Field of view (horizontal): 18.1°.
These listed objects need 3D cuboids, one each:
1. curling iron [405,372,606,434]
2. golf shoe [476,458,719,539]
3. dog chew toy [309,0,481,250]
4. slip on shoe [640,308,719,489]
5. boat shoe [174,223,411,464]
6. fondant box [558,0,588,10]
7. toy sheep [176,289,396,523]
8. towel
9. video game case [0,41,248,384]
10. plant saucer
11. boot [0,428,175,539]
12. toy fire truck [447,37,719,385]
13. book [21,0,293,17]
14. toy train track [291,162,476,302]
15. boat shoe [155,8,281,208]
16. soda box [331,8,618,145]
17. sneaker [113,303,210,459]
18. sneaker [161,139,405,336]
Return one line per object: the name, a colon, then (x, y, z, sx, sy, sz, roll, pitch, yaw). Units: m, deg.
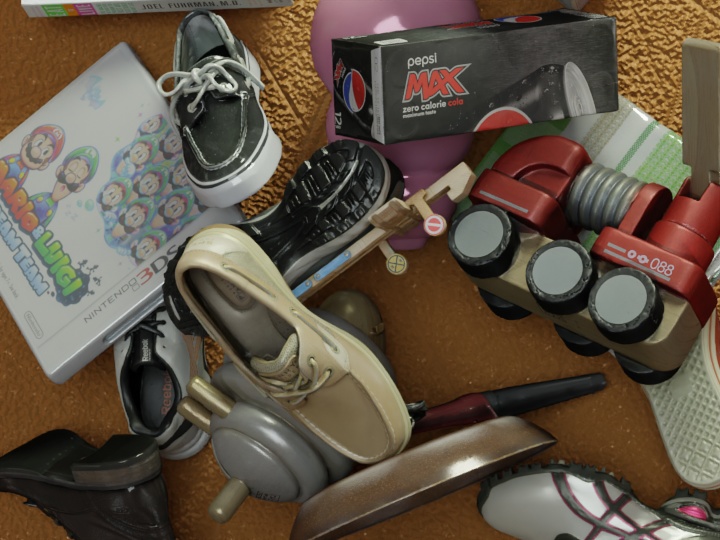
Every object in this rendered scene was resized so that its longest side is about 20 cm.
curling iron: (0.086, 0.096, 1.576, 0.199, 0.050, 0.026, -7, 85, -27)
golf shoe: (0.172, 0.189, 1.561, 0.199, 0.077, 0.088, 10, 57, 13)
dog chew toy: (0.028, -0.115, 1.609, 0.124, 0.125, 0.201, -3, 93, 10)
slip on shoe: (0.229, 0.060, 1.590, 0.074, 0.061, 0.201, -22, 69, 21)
boat shoe: (-0.047, 0.058, 1.485, 0.072, 0.065, 0.200, -37, 101, 22)
fondant box: (0.109, -0.261, 1.561, 0.144, 0.200, 0.058, 44, 94, 10)
toy sheep: (-0.049, 0.095, 1.595, 0.138, 0.138, 0.200, 33, 70, 11)
towel: (0.172, -0.041, 1.597, 0.200, 0.031, 0.149, 40, 92, 30)
video game case: (-0.196, -0.045, 1.653, 0.182, 0.024, 0.200, -39, 57, 6)
plant saucer: (0.038, 0.142, 1.543, 0.200, 0.200, 0.032, -24, 80, 7)
boot: (-0.188, 0.208, 1.636, 0.200, 0.069, 0.175, -2, 111, 44)
toy fire truck: (0.173, -0.054, 1.522, 0.176, 0.129, 0.200, 25, 76, 30)
book: (-0.149, -0.256, 1.675, 0.199, 0.048, 0.134, -2, 74, 7)
toy train track: (0.000, 0.000, 1.527, 0.200, 0.115, 0.033, -36, 80, 8)
boat shoe: (-0.102, -0.120, 1.593, 0.073, 0.200, 0.068, -23, 125, 15)
soda box: (0.080, -0.132, 1.535, 0.199, 0.063, 0.071, -11, 105, -31)
sneaker: (-0.145, 0.036, 1.646, 0.073, 0.080, 0.201, -11, 82, 12)
sneaker: (-0.050, -0.014, 1.560, 0.200, 0.079, 0.074, -33, 73, 19)
